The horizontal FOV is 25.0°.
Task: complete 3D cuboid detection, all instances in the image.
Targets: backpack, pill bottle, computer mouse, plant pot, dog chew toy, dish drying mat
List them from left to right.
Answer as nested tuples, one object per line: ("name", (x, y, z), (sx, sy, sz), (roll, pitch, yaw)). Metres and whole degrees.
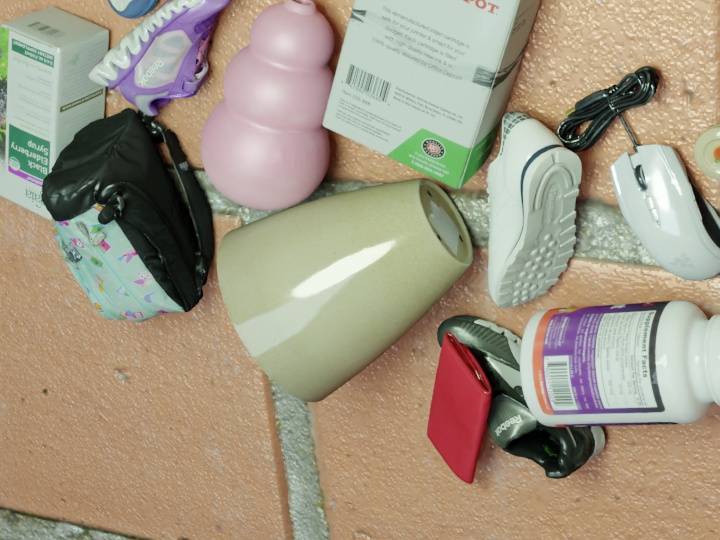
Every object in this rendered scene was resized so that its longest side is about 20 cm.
("backpack", (-0.235, -0.044, 1.658), (0.127, 0.167, 0.200), (-8, 126, 28))
("dog chew toy", (-0.078, -0.159, 1.528), (0.124, 0.125, 0.200), (24, 116, 16))
("plant pot", (0.000, 0.000, 1.544), (0.200, 0.187, 0.187), (-28, 100, 22))
("dish drying mat", (0.097, 0.137, 1.583), (0.077, 0.018, 0.200), (56, 160, 27))
("pill bottle", (0.255, 0.084, 1.470), (0.200, 0.111, 0.111), (-4, 113, 31))
("computer mouse", (0.257, -0.072, 1.429), (0.110, 0.044, 0.200), (-27, 100, 36))

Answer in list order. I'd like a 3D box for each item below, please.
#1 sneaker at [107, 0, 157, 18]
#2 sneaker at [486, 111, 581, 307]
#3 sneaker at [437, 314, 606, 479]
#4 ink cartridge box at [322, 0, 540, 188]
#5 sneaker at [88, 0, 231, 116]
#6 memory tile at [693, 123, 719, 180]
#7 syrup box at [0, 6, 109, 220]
("sneaker", (-0.226, -0.325, 1.539), (0.075, 0.088, 0.200), (22, 125, 16))
("sneaker", (0.149, -0.052, 1.493), (0.081, 0.076, 0.200), (49, 143, 36))
("sneaker", (0.146, 0.124, 1.565), (0.200, 0.090, 0.066), (43, 127, 3))
("ink cartridge box", (0.066, -0.197, 1.444), (0.146, 0.084, 0.200), (27, 125, 14))
("sneaker", (-0.176, -0.216, 1.581), (0.088, 0.080, 0.200), (48, 133, -10))
("memory tile", (0.391, -0.087, 1.364), (0.200, 0.017, 0.153), (39, 127, 5))
("syrup box", (-0.319, -0.161, 1.679), (0.079, 0.081, 0.200), (25, 124, 23))
